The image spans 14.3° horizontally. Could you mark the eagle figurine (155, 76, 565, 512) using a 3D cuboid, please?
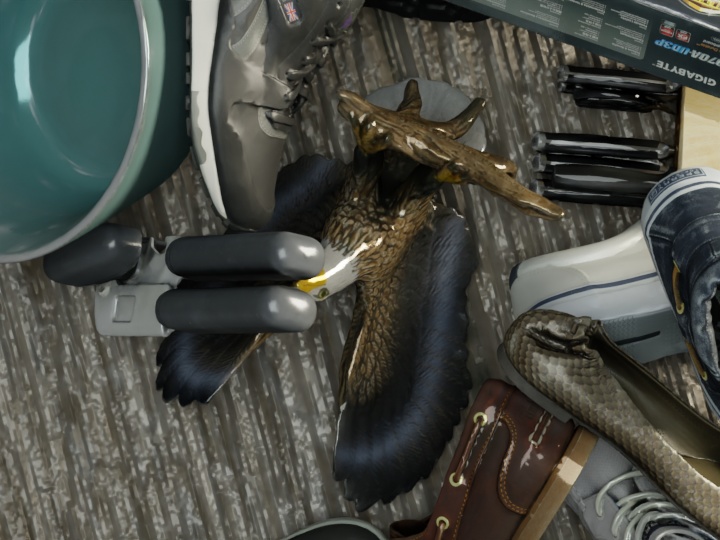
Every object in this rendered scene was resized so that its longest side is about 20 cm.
[{"bbox_3d":[-0.005,0.001,1.484,0.152,0.151,0.200,57,135,40],"label":"eagle figurine"}]

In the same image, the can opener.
[{"bbox_3d":[-0.096,0.004,1.448,0.067,0.200,0.054,14,81,-31],"label":"can opener"}]

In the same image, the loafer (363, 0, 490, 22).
[{"bbox_3d":[-0.013,-0.178,1.514,0.200,0.068,0.071,8,53,10],"label":"loafer"}]

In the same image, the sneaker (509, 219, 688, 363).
[{"bbox_3d":[0.173,0.000,1.487,0.199,0.073,0.071,-9,54,-10],"label":"sneaker"}]

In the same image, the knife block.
[{"bbox_3d":[0.194,-0.051,1.490,0.175,0.064,0.200,-41,86,2],"label":"knife block"}]

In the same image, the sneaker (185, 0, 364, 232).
[{"bbox_3d":[-0.039,-0.118,1.413,0.087,0.076,0.201,-1,97,8],"label":"sneaker"}]

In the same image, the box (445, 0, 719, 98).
[{"bbox_3d":[0.121,-0.182,1.457,0.199,0.046,0.159,20,49,8],"label":"box"}]

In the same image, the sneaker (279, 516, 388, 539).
[{"bbox_3d":[-0.068,0.198,1.484,0.200,0.088,0.076,-33,84,0],"label":"sneaker"}]

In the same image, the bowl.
[{"bbox_3d":[-0.153,-0.105,1.472,0.200,0.105,0.202,1,92,36],"label":"bowl"}]

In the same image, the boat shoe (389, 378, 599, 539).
[{"bbox_3d":[0.047,0.145,1.470,0.070,0.070,0.200,28,108,1],"label":"boat shoe"}]

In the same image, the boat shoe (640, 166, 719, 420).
[{"bbox_3d":[0.197,0.047,1.416,0.071,0.091,0.200,-28,126,9],"label":"boat shoe"}]

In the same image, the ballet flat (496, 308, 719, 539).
[{"bbox_3d":[0.158,0.080,1.432,0.200,0.067,0.046,36,114,-9],"label":"ballet flat"}]

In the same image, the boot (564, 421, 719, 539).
[{"bbox_3d":[0.153,0.125,1.468,0.074,0.096,0.200,-41,86,1],"label":"boot"}]
